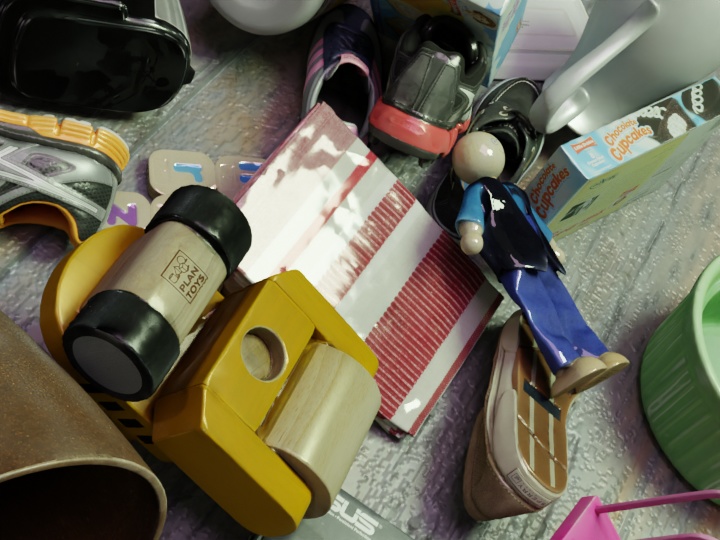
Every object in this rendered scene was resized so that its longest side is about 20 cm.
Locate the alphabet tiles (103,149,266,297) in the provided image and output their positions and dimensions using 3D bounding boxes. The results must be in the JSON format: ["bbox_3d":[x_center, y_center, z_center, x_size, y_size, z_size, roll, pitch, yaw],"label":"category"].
[{"bbox_3d":[-0.097,0.004,0.783,0.194,0.015,0.202,3,58,-20],"label":"alphabet tiles"}]

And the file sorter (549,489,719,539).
[{"bbox_3d":[0.162,0.236,0.638,0.200,0.125,0.140,-37,101,-44],"label":"file sorter"}]

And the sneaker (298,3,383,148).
[{"bbox_3d":[-0.008,-0.151,0.879,0.069,0.082,0.202,13,54,-11],"label":"sneaker"}]

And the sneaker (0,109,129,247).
[{"bbox_3d":[-0.252,-0.065,0.723,0.198,0.078,0.078,8,76,-10],"label":"sneaker"}]

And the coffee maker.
[{"bbox_3d":[-0.218,-0.222,0.819,0.190,0.135,0.202,-5,57,0],"label":"coffee maker"}]

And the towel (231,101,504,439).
[{"bbox_3d":[0.000,0.000,0.780,0.200,0.023,0.144,46,61,-14],"label":"towel"}]

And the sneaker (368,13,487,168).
[{"bbox_3d":[0.060,-0.148,0.863,0.070,0.099,0.201,24,20,3],"label":"sneaker"}]

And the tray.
[{"bbox_3d":[0.142,-0.223,1.033,0.198,0.022,0.108,-3,60,-26],"label":"tray"}]

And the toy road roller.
[{"bbox_3d":[-0.100,0.060,0.668,0.200,0.145,0.123,46,48,-19],"label":"toy road roller"}]

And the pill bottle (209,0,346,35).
[{"bbox_3d":[-0.040,-0.267,0.904,0.112,0.113,0.200,38,34,3],"label":"pill bottle"}]

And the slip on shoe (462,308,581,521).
[{"bbox_3d":[0.113,0.097,0.790,0.076,0.061,0.201,40,33,-16],"label":"slip on shoe"}]

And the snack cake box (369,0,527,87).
[{"bbox_3d":[0.070,-0.219,0.878,0.114,0.200,0.068,29,87,6],"label":"snack cake box"}]

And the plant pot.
[{"bbox_3d":[-0.228,0.086,0.585,0.186,0.188,0.200,-18,54,-32],"label":"plant pot"}]

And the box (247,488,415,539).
[{"bbox_3d":[0.003,0.235,0.657,0.199,0.049,0.162,36,48,-1],"label":"box"}]

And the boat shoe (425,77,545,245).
[{"bbox_3d":[0.114,-0.099,0.917,0.068,0.057,0.201,32,52,-2],"label":"boat shoe"}]

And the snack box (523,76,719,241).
[{"bbox_3d":[0.208,-0.083,0.912,0.199,0.116,0.037,-25,71,-35],"label":"snack box"}]

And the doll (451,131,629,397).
[{"bbox_3d":[0.118,-0.010,0.803,0.136,0.048,0.201,0,59,-55],"label":"doll"}]

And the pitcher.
[{"bbox_3d":[0.227,-0.189,0.910,0.121,0.200,0.171,48,32,10],"label":"pitcher"}]

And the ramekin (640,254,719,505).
[{"bbox_3d":[0.312,0.090,0.859,0.198,0.098,0.202,12,55,-17],"label":"ramekin"}]
